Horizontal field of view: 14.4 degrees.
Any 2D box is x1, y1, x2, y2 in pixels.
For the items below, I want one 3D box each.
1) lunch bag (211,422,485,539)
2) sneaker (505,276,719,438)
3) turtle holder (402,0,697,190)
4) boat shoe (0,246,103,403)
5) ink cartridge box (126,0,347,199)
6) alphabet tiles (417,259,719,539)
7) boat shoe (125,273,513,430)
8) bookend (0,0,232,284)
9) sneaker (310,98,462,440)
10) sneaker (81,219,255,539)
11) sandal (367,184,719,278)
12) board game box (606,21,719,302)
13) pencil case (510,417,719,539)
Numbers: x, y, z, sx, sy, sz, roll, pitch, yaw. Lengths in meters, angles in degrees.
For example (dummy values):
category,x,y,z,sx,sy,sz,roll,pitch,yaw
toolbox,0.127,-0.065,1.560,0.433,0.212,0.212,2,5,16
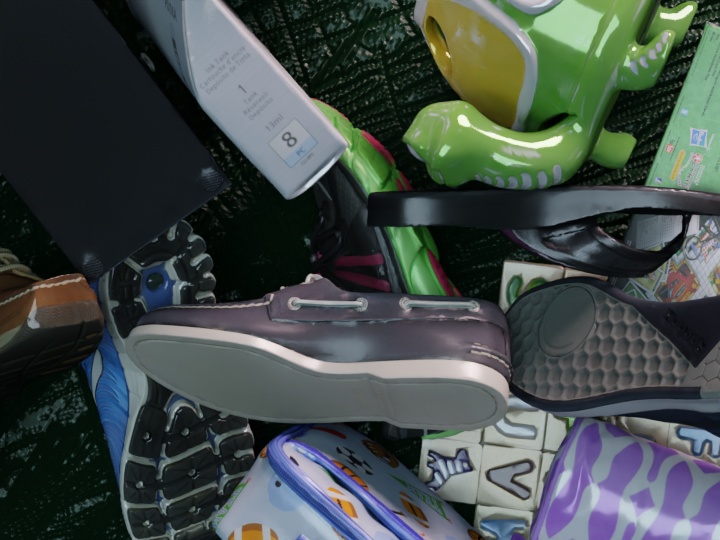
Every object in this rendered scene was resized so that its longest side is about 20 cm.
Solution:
category,x,y,z,sx,sy,sz,roll,pitch,yaw
lunch bag,0.023,0.162,1.466,0.200,0.160,0.076,39,99,6
sneaker,0.176,0.063,1.464,0.202,0.146,0.077,6,72,47
turtle holder,0.093,-0.120,1.460,0.131,0.141,0.186,25,90,5
boat shoe,-0.199,0.027,1.492,0.075,0.200,0.074,-10,81,-32
ink cartridge box,-0.102,-0.139,1.441,0.047,0.160,0.200,-43,117,3
alphabet tiles,0.133,0.085,1.532,0.199,0.006,0.167,7,92,7
boat shoe,-0.019,0.037,1.462,0.199,0.073,0.063,6,57,8
bookend,-0.164,-0.124,1.491,0.092,0.199,0.200,-34,108,7
sneaker,0.000,0.000,1.511,0.084,0.077,0.201,-27,83,10
sneaker,-0.110,0.057,1.535,0.078,0.089,0.201,-11,108,-20
sandal,0.102,-0.019,1.459,0.199,0.075,0.048,-1,92,-5
board game box,0.194,-0.020,1.506,0.104,0.023,0.201,22,95,9
pencil case,0.184,0.147,1.487,0.199,0.084,0.086,24,117,7
